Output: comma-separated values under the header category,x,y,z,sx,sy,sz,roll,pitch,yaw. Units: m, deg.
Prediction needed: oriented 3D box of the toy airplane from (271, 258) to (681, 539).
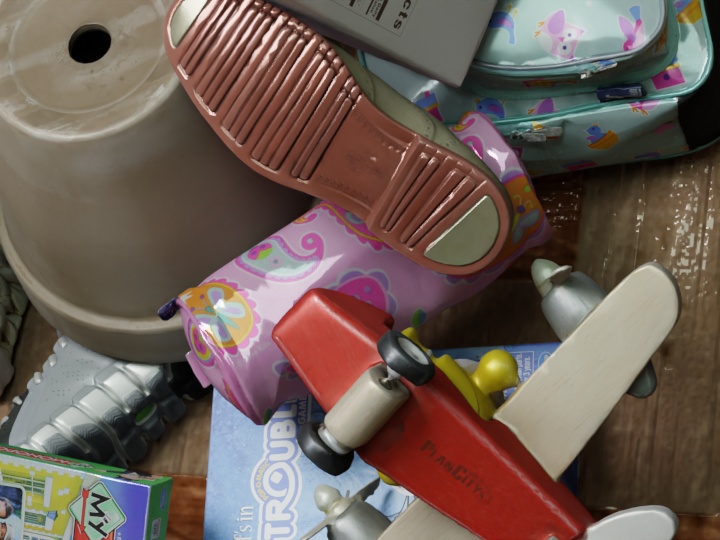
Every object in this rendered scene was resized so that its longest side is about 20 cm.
category,x,y,z,sx,sy,sz,roll,pitch,yaw
toy airplane,0.063,0.091,1.217,0.199,0.200,0.141,-5,20,2

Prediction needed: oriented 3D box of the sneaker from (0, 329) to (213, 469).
category,x,y,z,sx,sy,sz,roll,pitch,yaw
sneaker,-0.166,0.060,1.380,0.200,0.075,0.115,-39,57,-14

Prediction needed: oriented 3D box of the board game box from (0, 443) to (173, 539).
category,x,y,z,sx,sy,sz,roll,pitch,yaw
board game box,-0.174,0.196,1.290,0.134,0.029,0.201,9,97,21

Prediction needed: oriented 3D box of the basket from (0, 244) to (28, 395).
category,x,y,z,sx,sy,sz,roll,pitch,yaw
basket,-0.274,-0.027,1.377,0.135,0.200,0.124,6,62,18

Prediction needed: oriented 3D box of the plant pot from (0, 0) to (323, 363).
category,x,y,z,sx,sy,sz,roll,pitch,yaw
plant pot,-0.119,-0.077,1.298,0.199,0.174,0.201,-6,61,12

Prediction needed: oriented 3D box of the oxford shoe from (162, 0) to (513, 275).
category,x,y,z,sx,sy,sz,roll,pitch,yaw
oxford shoe,-0.011,-0.069,1.203,0.200,0.074,0.071,40,105,2

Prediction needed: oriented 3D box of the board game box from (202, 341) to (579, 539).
category,x,y,z,sx,sy,sz,roll,pitch,yaw
board game box,0.015,0.142,1.299,0.198,0.043,0.201,-4,66,15

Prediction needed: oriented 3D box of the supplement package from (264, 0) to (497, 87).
category,x,y,z,sx,sy,sz,roll,pitch,yaw
supplement package,-0.025,-0.188,1.214,0.121,0.200,0.120,25,92,40

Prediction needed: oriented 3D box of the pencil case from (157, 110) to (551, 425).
category,x,y,z,sx,sy,sz,roll,pitch,yaw
pencil case,0.000,0.000,1.265,0.200,0.088,0.088,-34,62,-7

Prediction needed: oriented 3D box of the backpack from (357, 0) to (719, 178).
category,x,y,z,sx,sy,sz,roll,pitch,yaw
backpack,0.093,-0.142,1.346,0.199,0.153,0.177,-14,68,19
